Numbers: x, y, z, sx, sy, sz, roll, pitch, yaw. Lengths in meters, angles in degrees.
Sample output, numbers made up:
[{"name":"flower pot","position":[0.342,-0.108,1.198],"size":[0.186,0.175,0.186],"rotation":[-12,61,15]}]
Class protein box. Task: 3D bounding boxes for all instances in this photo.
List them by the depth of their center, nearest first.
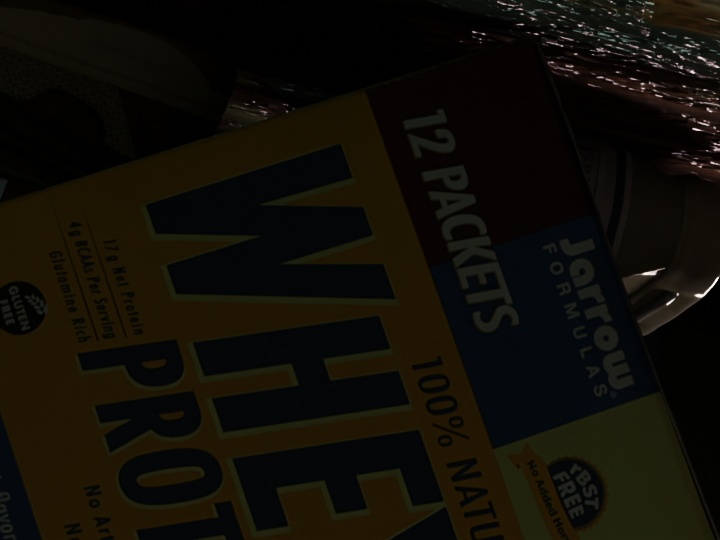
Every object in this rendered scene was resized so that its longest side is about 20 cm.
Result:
[{"name":"protein box","position":[-0.040,0.054,0.621],"size":[0.198,0.135,0.200],"rotation":[-18,173,-11]}]

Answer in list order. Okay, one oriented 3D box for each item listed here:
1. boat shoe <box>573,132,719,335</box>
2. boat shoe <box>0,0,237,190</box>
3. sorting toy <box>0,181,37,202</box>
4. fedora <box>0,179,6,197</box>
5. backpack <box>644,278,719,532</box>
[{"name":"boat shoe","position":[0.066,0.003,0.750],"size":[0.062,0.072,0.200],"rotation":[16,173,-4]},{"name":"boat shoe","position":[-0.137,-0.054,0.662],"size":[0.200,0.066,0.072],"rotation":[13,174,-6]},{"name":"sorting toy","position":[-0.136,0.003,0.906],"size":[0.199,0.037,0.185],"rotation":[0,-162,11]},{"name":"fedora","position":[-0.199,-0.044,0.808],"size":[0.199,0.091,0.177],"rotation":[13,175,7]},{"name":"backpack","position":[0.133,0.085,0.880],"size":[0.200,0.168,0.126],"rotation":[23,169,-40]}]
